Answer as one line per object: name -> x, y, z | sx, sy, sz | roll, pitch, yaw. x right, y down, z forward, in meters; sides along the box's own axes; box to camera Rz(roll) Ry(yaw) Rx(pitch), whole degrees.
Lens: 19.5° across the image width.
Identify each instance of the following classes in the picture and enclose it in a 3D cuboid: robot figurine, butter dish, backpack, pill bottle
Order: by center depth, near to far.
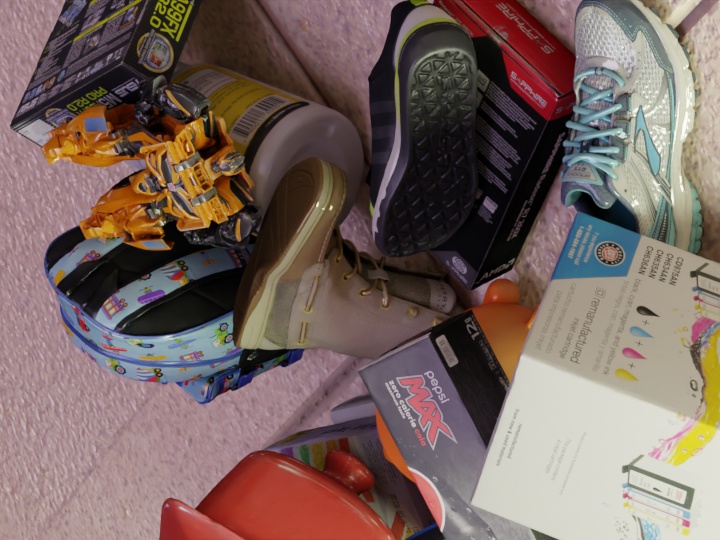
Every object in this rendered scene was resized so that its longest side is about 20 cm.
robot figurine -> 0.084, 0.091, 1.511 | 0.117, 0.144, 0.200 | 53, 150, 3
robot figurine -> -0.155, -0.072, 1.580 | 0.200, 0.058, 0.145 | -1, 120, 52
butter dish -> -0.041, 0.203, 1.593 | 0.199, 0.148, 0.200 | 31, 159, 6
pill bottle -> -0.102, -0.098, 1.652 | 0.200, 0.114, 0.115 | 25, 129, 42
backpack -> -0.154, 0.023, 1.716 | 0.182, 0.200, 0.135 | 37, 136, 31

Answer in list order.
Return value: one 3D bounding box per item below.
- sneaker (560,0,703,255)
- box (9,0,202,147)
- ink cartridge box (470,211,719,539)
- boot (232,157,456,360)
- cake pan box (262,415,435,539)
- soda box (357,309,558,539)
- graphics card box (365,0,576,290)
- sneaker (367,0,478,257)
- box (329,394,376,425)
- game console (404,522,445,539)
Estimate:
sneaker -> 0.168, -0.080, 1.351 | 0.077, 0.086, 0.201 | 6, 115, 48
box -> -0.193, -0.193, 1.678 | 0.044, 0.161, 0.200 | 32, 152, -25
ink cartridge box -> 0.194, 0.089, 1.308 | 0.199, 0.147, 0.145 | 21, 134, 7
boot -> 0.000, 0.000, 1.554 | 0.200, 0.154, 0.072 | 117, 160, -48
cake pan box -> 0.020, 0.216, 1.686 | 0.184, 0.052, 0.201 | -13, 101, 56
soda box -> 0.081, 0.134, 1.397 | 0.071, 0.063, 0.201 | -28, 89, 35
graphics card box -> 0.082, -0.097, 1.478 | 0.125, 0.051, 0.200 | 46, 139, 23
sneaker -> 0.041, -0.103, 1.446 | 0.083, 0.071, 0.201 | -118, 29, -46
box -> 0.063, 0.188, 1.685 | 0.144, 0.036, 0.201 | -19, 97, 54
game console -> 0.154, 0.224, 1.511 | 0.200, 0.170, 0.119 | -35, 58, 49
